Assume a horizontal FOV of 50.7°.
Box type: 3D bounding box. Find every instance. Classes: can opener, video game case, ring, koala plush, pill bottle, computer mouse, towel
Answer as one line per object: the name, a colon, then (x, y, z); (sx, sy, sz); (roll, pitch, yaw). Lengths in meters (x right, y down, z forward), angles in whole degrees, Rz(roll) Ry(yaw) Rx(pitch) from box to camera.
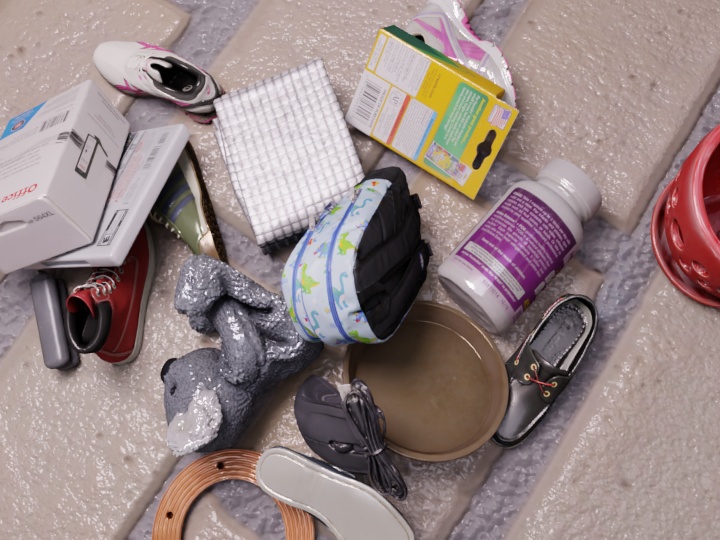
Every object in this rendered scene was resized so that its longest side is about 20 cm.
can opener: (-0.380, 0.021, 0.964); (0.065, 0.053, 0.205); (-16, 78, 1)
video game case: (-0.314, -0.090, 0.929); (0.178, 0.023, 0.203); (-2, 55, 32)
ring: (-0.150, 0.316, 0.898); (0.195, 0.019, 0.206); (-1, 77, 5)
koala plush: (-0.155, 0.118, 0.869); (0.181, 0.178, 0.203); (27, 76, -1)
pill bottle: (0.192, -0.032, 0.901); (0.112, 0.112, 0.200); (42, 84, 12)
computer mouse: (-0.030, 0.173, 0.833); (0.052, 0.199, 0.141); (-27, 105, -22)
towel: (-0.087, -0.143, 0.964); (0.162, 0.086, 0.204); (-22, 78, 1)

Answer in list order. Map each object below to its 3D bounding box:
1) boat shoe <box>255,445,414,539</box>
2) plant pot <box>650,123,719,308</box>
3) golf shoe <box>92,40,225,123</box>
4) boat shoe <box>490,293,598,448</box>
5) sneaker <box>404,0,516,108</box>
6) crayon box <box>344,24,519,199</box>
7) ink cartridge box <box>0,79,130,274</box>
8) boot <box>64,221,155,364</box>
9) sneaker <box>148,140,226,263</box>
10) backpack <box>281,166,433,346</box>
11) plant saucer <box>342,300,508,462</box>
boat shoe: (-0.027, 0.261, 0.861); (0.196, 0.062, 0.077); (22, 90, 11)
plant pot: (0.438, -0.056, 0.850); (0.195, 0.183, 0.206); (-1, 76, 5)
golf shoe: (-0.270, -0.265, 1.000); (0.196, 0.092, 0.074); (21, 81, 10)
boat shoe: (0.211, 0.115, 0.893); (0.073, 0.063, 0.203); (33, 83, 9)
sneaker: (0.127, -0.263, 0.980); (0.087, 0.081, 0.202); (-35, 71, 1)
crayon box: (0.090, -0.197, 0.944); (0.198, 0.051, 0.127); (33, 121, 11)
ink cartridge box: (-0.373, -0.112, 0.907); (0.143, 0.085, 0.204); (-16, 48, 21)
boot: (-0.305, 0.003, 0.915); (0.070, 0.144, 0.206); (-1, 76, 4)
sneaker: (-0.239, -0.079, 0.971); (0.088, 0.067, 0.204); (-21, 71, 1)
backpack: (0.000, 0.000, 0.844); (0.150, 0.201, 0.166); (-9, 118, 11)
plant saucer: (0.075, 0.128, 0.884); (0.194, 0.030, 0.204); (4, 56, -5)
